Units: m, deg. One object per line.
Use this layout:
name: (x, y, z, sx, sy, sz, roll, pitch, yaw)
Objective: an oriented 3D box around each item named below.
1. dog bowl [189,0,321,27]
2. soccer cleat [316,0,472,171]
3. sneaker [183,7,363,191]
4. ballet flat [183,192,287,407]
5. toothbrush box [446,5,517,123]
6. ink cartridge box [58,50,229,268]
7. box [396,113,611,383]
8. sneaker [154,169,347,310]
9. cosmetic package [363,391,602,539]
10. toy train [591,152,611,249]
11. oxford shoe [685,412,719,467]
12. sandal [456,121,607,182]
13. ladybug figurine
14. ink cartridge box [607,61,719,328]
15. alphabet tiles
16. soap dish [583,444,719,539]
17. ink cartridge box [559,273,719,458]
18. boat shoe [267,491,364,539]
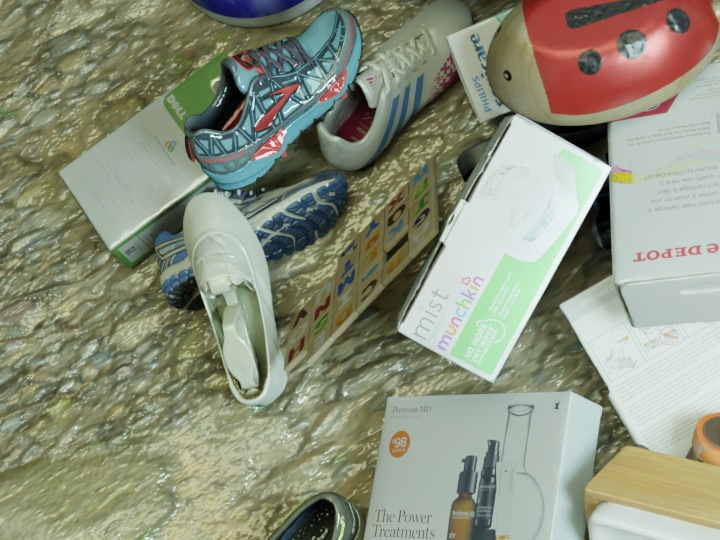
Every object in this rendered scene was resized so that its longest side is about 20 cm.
dog bowl: (-0.104, -0.346, 1.746, 0.200, 0.079, 0.200, -5, 71, 14)
soccer cleat: (0.034, -0.178, 1.644, 0.070, 0.086, 0.200, 34, 83, 24)
sneaker: (-0.079, -0.167, 1.594, 0.200, 0.096, 0.079, -51, 42, -6)
ballet flat: (-0.112, 0.029, 1.580, 0.069, 0.069, 0.200, -14, 98, 11)
toothbrush box: (0.182, -0.208, 1.568, 0.200, 0.146, 0.085, -21, 95, 6)
ink cartridge box: (-0.176, -0.105, 1.694, 0.200, 0.059, 0.104, -37, 67, 1)
box: (0.114, -0.025, 1.486, 0.097, 0.176, 0.200, 29, 94, -1)
sneaker: (-0.108, -0.050, 1.649, 0.200, 0.077, 0.085, -29, 62, 4)
cosmetic package: (0.098, 0.181, 1.479, 0.200, 0.052, 0.151, -6, 65, 42)
toy train: (0.293, -0.079, 1.540, 0.200, 0.087, 0.114, -16, 59, 12)
oxford shoe: (0.360, 0.169, 1.441, 0.200, 0.073, 0.071, 13, 37, 1)
sandal: (0.184, -0.122, 1.594, 0.200, 0.076, 0.043, -28, 72, 16)
ladybug figurine: (0.196, -0.191, 1.438, 0.200, 0.072, 0.136, -17, 64, 6)
ink cartridge box: (0.278, -0.063, 1.433, 0.147, 0.086, 0.200, -6, 61, 17)
alphabet tiles: (0.000, 0.000, 1.562, 0.008, 0.167, 0.200, 38, 110, -15)
soap dish: (0.282, 0.217, 1.404, 0.200, 0.157, 0.081, 12, 59, 19)
ink cartridge box: (0.294, 0.057, 1.485, 0.200, 0.045, 0.176, -30, 83, 4)
boat shoe: (-0.073, 0.277, 1.531, 0.072, 0.060, 0.202, 33, 83, 23)
